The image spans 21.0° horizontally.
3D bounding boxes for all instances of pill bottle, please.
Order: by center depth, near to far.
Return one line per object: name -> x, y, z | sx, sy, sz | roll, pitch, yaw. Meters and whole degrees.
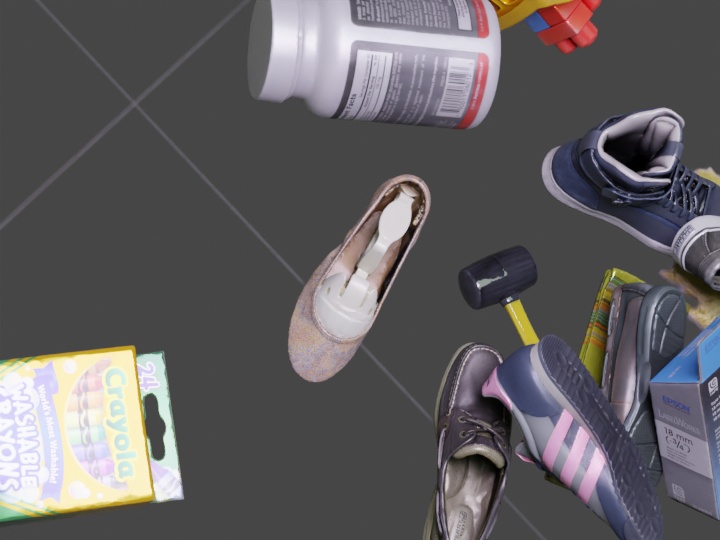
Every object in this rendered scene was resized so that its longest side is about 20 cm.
pill bottle -> 0.010, -0.185, 1.653 | 0.198, 0.116, 0.117 | 4, 77, -16

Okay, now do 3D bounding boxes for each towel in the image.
towel -> 0.227, 0.104, 1.706 | 0.085, 0.018, 0.202 | 22, 73, -10

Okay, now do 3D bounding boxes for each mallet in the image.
mallet -> 0.144, 0.077, 1.661 | 0.065, 0.041, 0.202 | -14, 74, -18

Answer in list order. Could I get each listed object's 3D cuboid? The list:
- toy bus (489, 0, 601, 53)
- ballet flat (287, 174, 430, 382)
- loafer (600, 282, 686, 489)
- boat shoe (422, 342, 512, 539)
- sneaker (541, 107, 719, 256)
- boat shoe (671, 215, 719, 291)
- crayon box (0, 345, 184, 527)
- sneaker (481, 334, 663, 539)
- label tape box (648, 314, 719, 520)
toy bus -> 0.150, -0.278, 1.678 | 0.192, 0.200, 0.136 | 46, 67, -10
ballet flat -> 0.000, 0.000, 1.635 | 0.068, 0.067, 0.201 | 29, 72, -8
loafer -> 0.232, 0.110, 1.674 | 0.071, 0.063, 0.202 | 10, 91, -45
boat shoe -> 0.098, 0.155, 1.631 | 0.072, 0.065, 0.202 | 10, 75, -12
sneaker -> 0.274, -0.074, 1.693 | 0.200, 0.146, 0.078 | 17, 72, -14
boat shoe -> 0.364, -0.005, 1.718 | 0.198, 0.071, 0.064 | -1, 35, -34
crayon box -> -0.240, 0.131, 1.544 | 0.198, 0.052, 0.127 | -6, 80, -18
sneaker -> 0.176, 0.152, 1.611 | 0.201, 0.082, 0.070 | 59, 32, -5
label tape box -> 0.313, 0.088, 1.643 | 0.144, 0.063, 0.201 | -38, 132, -28
